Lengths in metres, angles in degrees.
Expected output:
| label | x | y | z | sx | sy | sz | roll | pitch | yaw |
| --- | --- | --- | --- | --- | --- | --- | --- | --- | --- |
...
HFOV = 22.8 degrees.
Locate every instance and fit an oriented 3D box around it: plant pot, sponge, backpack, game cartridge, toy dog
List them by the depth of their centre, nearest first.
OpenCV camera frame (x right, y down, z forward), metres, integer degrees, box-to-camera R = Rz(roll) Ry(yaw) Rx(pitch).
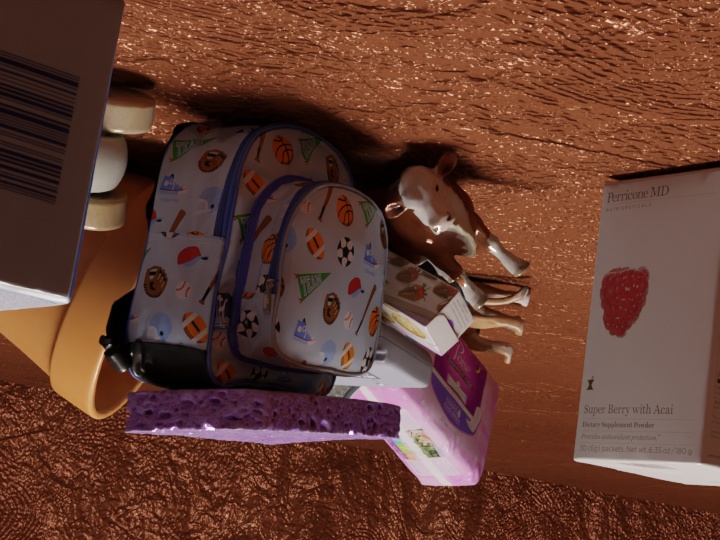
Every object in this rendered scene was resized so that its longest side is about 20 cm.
| label | x | y | z | sx | sy | sz | roll | pitch | yaw |
| --- | --- | --- | --- | --- | --- | --- | --- | --- | --- |
| toy dog | -0.237 | -0.085 | 1.190 | 0.199 | 0.133 | 0.096 | -5 | -172 | 16 |
| sponge | -0.063 | 0.102 | 1.237 | 0.111 | 0.030 | 0.200 | -4 | 171 | 27 |
| backpack | -0.071 | -0.009 | 1.240 | 0.153 | 0.192 | 0.200 | -4 | 170 | 25 |
| game cartridge | -0.051 | 0.060 | 1.402 | 0.199 | 0.041 | 0.133 | 3 | 162 | 23 |
| plant pot | -0.219 | -0.002 | 1.417 | 0.140 | 0.201 | 0.200 | 28 | 171 | 7 |

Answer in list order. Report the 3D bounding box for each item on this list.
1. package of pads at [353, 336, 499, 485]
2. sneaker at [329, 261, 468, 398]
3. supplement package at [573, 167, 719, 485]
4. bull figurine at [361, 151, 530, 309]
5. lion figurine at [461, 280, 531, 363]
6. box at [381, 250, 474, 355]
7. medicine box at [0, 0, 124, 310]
| label | x | y | z | sx | sy | sz | roll | pitch | yaw |
| --- | --- | --- | --- | --- | --- | --- | --- | --- | --- |
| package of pads | 0.055 | 0.105 | 1.671 | 0.075 | 0.121 | 0.200 | -4 | 145 | 30 |
| sneaker | 0.009 | 0.051 | 1.554 | 0.077 | 0.146 | 0.202 | 53 | 140 | -6 |
| supplement package | 0.238 | 0.043 | 1.232 | 0.119 | 0.201 | 0.121 | 15 | 167 | -36 |
| bull figurine | 0.051 | -0.028 | 1.324 | 0.121 | 0.065 | 0.200 | 48 | 166 | -13 |
| lion figurine | 0.097 | 0.041 | 1.736 | 0.122 | 0.073 | 0.200 | 16 | 155 | 3 |
| box | 0.000 | 0.000 | 1.332 | 0.200 | 0.039 | 0.042 | 31 | 159 | 39 |
| medicine box | -0.243 | -0.074 | 1.041 | 0.103 | 0.183 | 0.200 | 17 | 167 | -36 |
